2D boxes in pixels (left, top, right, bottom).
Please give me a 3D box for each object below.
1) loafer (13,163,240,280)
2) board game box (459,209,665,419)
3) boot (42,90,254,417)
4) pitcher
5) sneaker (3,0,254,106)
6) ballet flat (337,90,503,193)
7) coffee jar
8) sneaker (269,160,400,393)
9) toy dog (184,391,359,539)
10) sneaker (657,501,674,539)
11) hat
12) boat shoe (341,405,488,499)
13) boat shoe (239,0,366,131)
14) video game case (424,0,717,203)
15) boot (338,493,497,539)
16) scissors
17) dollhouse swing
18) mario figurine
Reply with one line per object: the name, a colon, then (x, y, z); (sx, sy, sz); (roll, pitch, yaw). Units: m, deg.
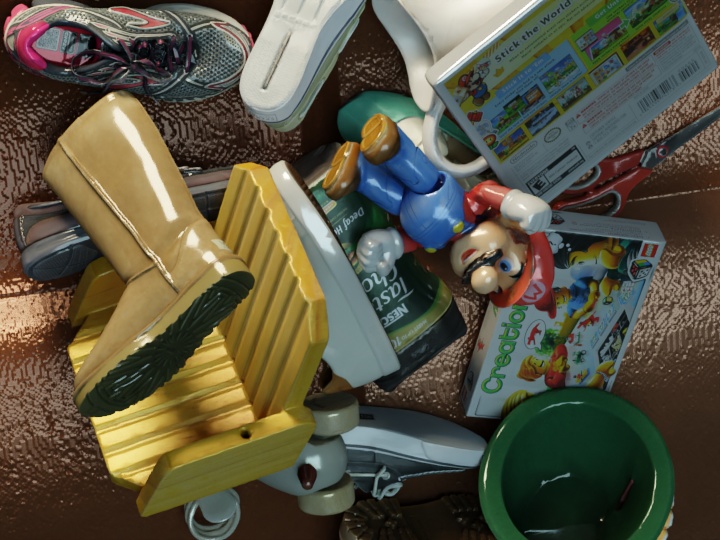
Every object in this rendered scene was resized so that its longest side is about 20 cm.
loafer: (-0.184, -0.055, 1.519); (0.198, 0.072, 0.063); (-20, 68, -9)
board game box: (0.171, 0.043, 1.616); (0.125, 0.035, 0.201); (5, 123, -15)
boot: (-0.188, -0.012, 1.436); (0.175, 0.200, 0.066); (-40, 150, 2)
pitcher: (0.126, -0.177, 1.526); (0.198, 0.121, 0.173); (-18, 104, -15)
sneaker: (-0.180, -0.168, 1.484); (0.198, 0.075, 0.081); (0, 104, -15)
ballet flat: (0.073, -0.087, 1.570); (0.199, 0.070, 0.068); (30, 99, -19)
coffee jar: (0.000, 0.000, 1.568); (0.104, 0.085, 0.201); (-37, 110, -1)
sneaker: (-0.043, 0.014, 1.482); (0.084, 0.073, 0.201); (-26, 112, 1)
toy dog: (-0.092, 0.158, 1.543); (0.198, 0.096, 0.133); (-19, 98, 18)
sneaker: (0.216, 0.248, 1.696); (0.077, 0.078, 0.201); (26, 96, -10)
hat: (0.181, 0.228, 1.660); (0.164, 0.176, 0.201); (22, 65, 13)
boat shoe: (0.009, 0.160, 1.621); (0.197, 0.074, 0.069); (6, 106, -13)
boat shoe: (-0.037, -0.206, 1.517); (0.072, 0.062, 0.201); (27, 81, 15)
video game case: (0.169, -0.158, 1.480); (0.199, 0.023, 0.182); (-38, 135, 4)
boot: (0.066, 0.260, 1.672); (0.198, 0.075, 0.108); (4, 123, -20)
scissors: (0.254, -0.092, 1.646); (0.198, 0.014, 0.074); (-20, 106, -9)
dollhouse swing: (-0.132, 0.044, 1.450); (0.180, 0.201, 0.176); (-18, 150, -12)
mario figurine: (0.069, -0.031, 1.479); (0.199, 0.123, 0.107); (33, 77, -17)
